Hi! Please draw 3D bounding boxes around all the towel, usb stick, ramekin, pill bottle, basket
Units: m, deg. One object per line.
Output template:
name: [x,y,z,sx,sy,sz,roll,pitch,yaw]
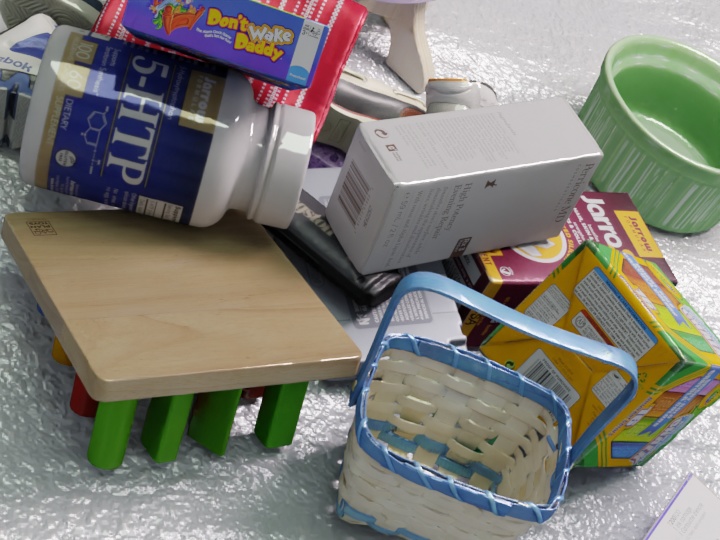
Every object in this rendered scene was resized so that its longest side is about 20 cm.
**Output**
towel: [-0.104,-0.197,1.212,0.199,0.022,0.145,26,72,-6]
usb stick: [-0.053,-0.043,1.178,0.200,0.033,0.055,40,35,17]
ramekin: [0.308,-0.131,1.484,0.199,0.098,0.201,16,43,-16]
pill bottle: [-0.139,-0.098,1.097,0.199,0.120,0.120,13,43,-8]
basket: [0.072,0.101,1.037,0.176,0.200,0.139,24,41,-8]

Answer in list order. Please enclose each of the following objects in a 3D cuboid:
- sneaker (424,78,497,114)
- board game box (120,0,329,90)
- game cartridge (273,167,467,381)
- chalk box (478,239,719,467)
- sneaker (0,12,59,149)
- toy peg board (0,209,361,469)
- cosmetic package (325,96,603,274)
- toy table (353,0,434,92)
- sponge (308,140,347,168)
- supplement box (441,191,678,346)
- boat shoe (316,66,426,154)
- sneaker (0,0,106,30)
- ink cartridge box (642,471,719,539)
sneaker: [0.095,-0.091,1.309,0.075,0.200,0.092,9,75,27]
board game box: [-0.100,-0.174,1.089,0.134,0.045,0.200,18,4,-8]
game cartridge: [0.000,0.000,1.204,0.133,0.041,0.201,-1,52,-19]
chalk box: [0.210,0.071,1.182,0.125,0.124,0.200,52,20,24]
sneaker: [-0.234,-0.153,1.207,0.198,0.081,0.116,9,47,-20]
toy peg board: [-0.138,0.049,1.071,0.199,0.098,0.199,-3,35,-33]
cosmetic package: [0.081,-0.067,1.163,0.199,0.102,0.074,-10,53,-29]
toy table: [0.025,-0.274,1.449,0.199,0.117,0.184,-15,58,-38]
sponge: [-0.020,-0.118,1.334,0.200,0.030,0.112,34,42,5]
supplement box: [0.155,-0.003,1.278,0.199,0.086,0.111,0,49,-30]
boat shoe: [-0.029,-0.150,1.281,0.199,0.071,0.063,22,54,-16]
sneaker: [-0.210,-0.205,1.281,0.199,0.075,0.085,26,42,-20]
ink cartridge box: [0.277,0.274,1.104,0.200,0.043,0.198,42,42,10]
